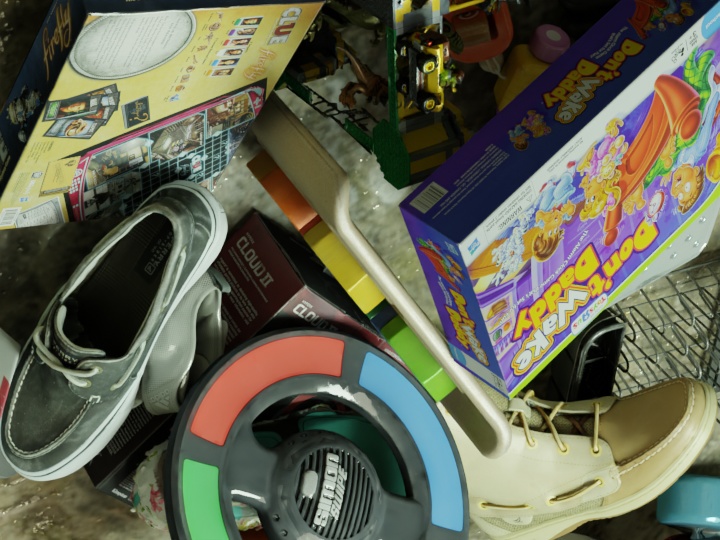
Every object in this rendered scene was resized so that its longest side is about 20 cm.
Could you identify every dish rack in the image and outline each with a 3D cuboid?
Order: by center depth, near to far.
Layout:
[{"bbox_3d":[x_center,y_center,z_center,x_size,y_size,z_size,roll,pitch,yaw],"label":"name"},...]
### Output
[{"bbox_3d":[0.217,0.060,1.791,0.200,0.055,0.154,-14,136,-23],"label":"dish rack"}]

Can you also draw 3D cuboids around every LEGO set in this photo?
[{"bbox_3d":[0.030,-0.141,1.384,0.116,0.200,0.154,-19,118,-24],"label":"LEGO set"}]

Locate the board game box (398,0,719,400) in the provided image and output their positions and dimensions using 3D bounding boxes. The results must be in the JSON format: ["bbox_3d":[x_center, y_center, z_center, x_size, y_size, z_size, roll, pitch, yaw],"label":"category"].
[{"bbox_3d":[0.118,-0.047,1.346,0.200,0.045,0.135,-43,143,-17],"label":"board game box"}]

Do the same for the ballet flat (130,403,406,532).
[{"bbox_3d":[-0.050,0.122,1.554,0.200,0.076,0.064,1,160,-32],"label":"ballet flat"}]

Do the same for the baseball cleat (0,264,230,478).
[{"bbox_3d":[-0.150,0.066,1.505,0.200,0.106,0.070,-53,156,23],"label":"baseball cleat"}]

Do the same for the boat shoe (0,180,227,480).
[{"bbox_3d":[-0.150,0.033,1.437,0.200,0.072,0.071,-58,165,17],"label":"boat shoe"}]

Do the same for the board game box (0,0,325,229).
[{"bbox_3d":[-0.117,-0.093,1.383,0.135,0.035,0.200,-6,152,-29],"label":"board game box"}]

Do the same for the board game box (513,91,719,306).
[{"bbox_3d":[0.143,-0.053,1.459,0.200,0.026,0.200,-28,145,-35],"label":"board game box"}]

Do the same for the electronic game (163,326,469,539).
[{"bbox_3d":[-0.022,0.130,1.489,0.200,0.200,0.042,-2,167,-33],"label":"electronic game"}]

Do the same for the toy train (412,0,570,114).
[{"bbox_3d":[0.131,-0.135,1.500,0.200,0.056,0.150,-11,139,1],"label":"toy train"}]

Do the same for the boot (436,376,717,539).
[{"bbox_3d":[0.114,0.097,1.688,0.200,0.073,0.155,-30,125,36],"label":"boot"}]

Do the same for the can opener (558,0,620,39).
[{"bbox_3d":[0.213,-0.181,1.550,0.200,0.079,0.063,-23,140,1],"label":"can opener"}]

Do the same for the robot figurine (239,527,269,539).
[{"bbox_3d":[-0.032,0.209,1.576,0.200,0.117,0.144,-2,169,-4],"label":"robot figurine"}]

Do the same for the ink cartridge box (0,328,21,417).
[{"bbox_3d":[-0.286,0.103,1.409,0.200,0.145,0.083,-44,105,10],"label":"ink cartridge box"}]

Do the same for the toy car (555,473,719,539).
[{"bbox_3d":[0.179,0.241,1.893,0.200,0.185,0.177,3,172,16],"label":"toy car"}]

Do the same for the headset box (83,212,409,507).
[{"bbox_3d":[-0.062,0.067,1.590,0.200,0.075,0.149,-44,139,11],"label":"headset box"}]

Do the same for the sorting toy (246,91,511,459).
[{"bbox_3d":[0.000,0.000,1.447,0.036,0.185,0.200,-35,120,-3],"label":"sorting toy"}]

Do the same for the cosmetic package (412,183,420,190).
[{"bbox_3d":[0.143,-0.061,1.611,0.200,0.071,0.101,-35,139,-2],"label":"cosmetic package"}]
